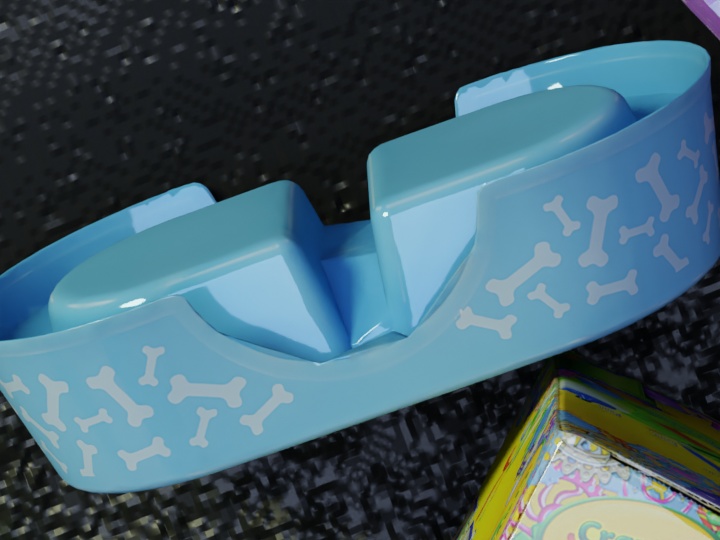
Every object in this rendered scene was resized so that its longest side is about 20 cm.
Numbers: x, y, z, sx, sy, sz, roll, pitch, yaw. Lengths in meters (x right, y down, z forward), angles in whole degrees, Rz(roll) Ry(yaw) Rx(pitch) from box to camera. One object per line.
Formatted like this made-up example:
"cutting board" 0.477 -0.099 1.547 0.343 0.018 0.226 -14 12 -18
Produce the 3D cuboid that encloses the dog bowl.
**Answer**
"dog bowl" 0.000 0.000 0.673 0.199 0.112 0.050 -20 105 4

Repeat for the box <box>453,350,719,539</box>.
"box" 0.106 0.123 0.626 0.199 0.193 0.122 28 94 2

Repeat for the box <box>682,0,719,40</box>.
"box" 0.172 -0.111 0.637 0.200 0.039 0.137 -44 90 5
